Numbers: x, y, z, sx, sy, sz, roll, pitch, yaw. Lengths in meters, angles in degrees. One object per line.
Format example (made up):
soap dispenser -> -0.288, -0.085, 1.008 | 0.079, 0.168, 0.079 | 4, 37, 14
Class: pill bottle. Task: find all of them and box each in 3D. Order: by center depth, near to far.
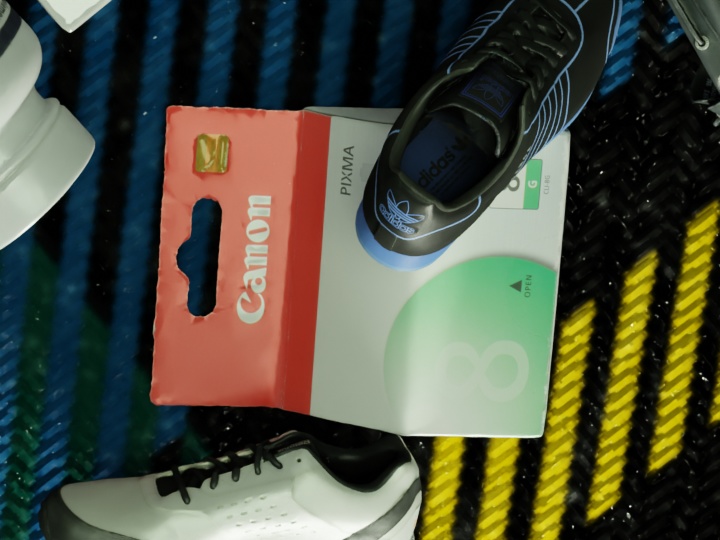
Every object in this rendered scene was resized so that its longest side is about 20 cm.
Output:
pill bottle -> -0.220, -0.104, 1.358 | 0.111, 0.111, 0.200 | -42, 107, 2

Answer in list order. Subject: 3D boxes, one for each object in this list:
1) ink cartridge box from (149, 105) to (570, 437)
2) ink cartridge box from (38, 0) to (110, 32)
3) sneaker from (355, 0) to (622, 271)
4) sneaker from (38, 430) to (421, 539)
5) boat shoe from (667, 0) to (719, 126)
ink cartridge box -> 0.000, 0.000, 1.460 | 0.200, 0.050, 0.161 | 1, 104, -13
ink cartridge box -> -0.111, -0.231, 1.361 | 0.200, 0.084, 0.144 | -39, 108, 1
sneaker -> 0.071, -0.087, 1.399 | 0.070, 0.078, 0.200 | 34, 68, 1
sneaker -> -0.063, 0.113, 1.458 | 0.200, 0.074, 0.080 | 1, 119, -19
boat shoe -> 0.192, -0.106, 1.458 | 0.066, 0.075, 0.199 | -12, 133, 26
